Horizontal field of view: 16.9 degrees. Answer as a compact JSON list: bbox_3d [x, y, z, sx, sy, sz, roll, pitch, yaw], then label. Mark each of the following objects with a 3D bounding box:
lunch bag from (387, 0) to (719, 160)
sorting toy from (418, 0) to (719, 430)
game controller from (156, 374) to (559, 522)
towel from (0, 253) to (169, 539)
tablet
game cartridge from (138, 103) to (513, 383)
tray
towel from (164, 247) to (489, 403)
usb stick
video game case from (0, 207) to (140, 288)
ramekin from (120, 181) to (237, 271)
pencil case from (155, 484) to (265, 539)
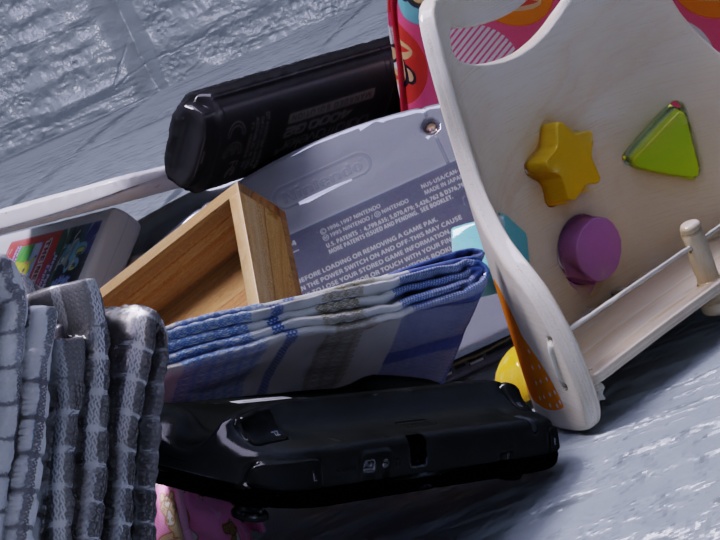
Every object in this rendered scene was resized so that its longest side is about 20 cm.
[{"bbox_3d":[0.119,-0.086,1.197,0.200,0.177,0.082,2,29,20],"label":"lunch bag"},{"bbox_3d":[0.098,-0.054,1.047,0.200,0.180,0.107,-32,13,-35],"label":"sorting toy"},{"bbox_3d":[-0.011,0.064,0.903,0.104,0.042,0.200,0,0,35],"label":"game controller"},{"bbox_3d":[-0.142,0.102,0.824,0.085,0.201,0.165,12,-17,-38],"label":"towel"},{"bbox_3d":[-0.123,-0.041,1.248,0.130,0.014,0.200,-13,3,27],"label":"tablet"},{"bbox_3d":[0.000,0.000,1.151,0.200,0.133,0.041,-24,-20,2],"label":"game cartridge"},{"bbox_3d":[-0.108,0.057,1.091,0.200,0.037,0.099,-36,45,25],"label":"tray"},{"bbox_3d":[-0.048,0.058,0.993,0.200,0.024,0.147,-15,-28,-23],"label":"towel"},{"bbox_3d":[-0.024,-0.082,1.210,0.033,0.056,0.200,34,32,25],"label":"usb stick"},{"bbox_3d":[-0.201,0.069,1.252,0.182,0.023,0.200,-10,53,53],"label":"video game case"},{"bbox_3d":[-0.049,0.007,1.281,0.200,0.105,0.200,-24,11,5],"label":"ramekin"},{"bbox_3d":[-0.134,0.132,0.938,0.200,0.083,0.087,-22,40,13],"label":"pencil case"}]
